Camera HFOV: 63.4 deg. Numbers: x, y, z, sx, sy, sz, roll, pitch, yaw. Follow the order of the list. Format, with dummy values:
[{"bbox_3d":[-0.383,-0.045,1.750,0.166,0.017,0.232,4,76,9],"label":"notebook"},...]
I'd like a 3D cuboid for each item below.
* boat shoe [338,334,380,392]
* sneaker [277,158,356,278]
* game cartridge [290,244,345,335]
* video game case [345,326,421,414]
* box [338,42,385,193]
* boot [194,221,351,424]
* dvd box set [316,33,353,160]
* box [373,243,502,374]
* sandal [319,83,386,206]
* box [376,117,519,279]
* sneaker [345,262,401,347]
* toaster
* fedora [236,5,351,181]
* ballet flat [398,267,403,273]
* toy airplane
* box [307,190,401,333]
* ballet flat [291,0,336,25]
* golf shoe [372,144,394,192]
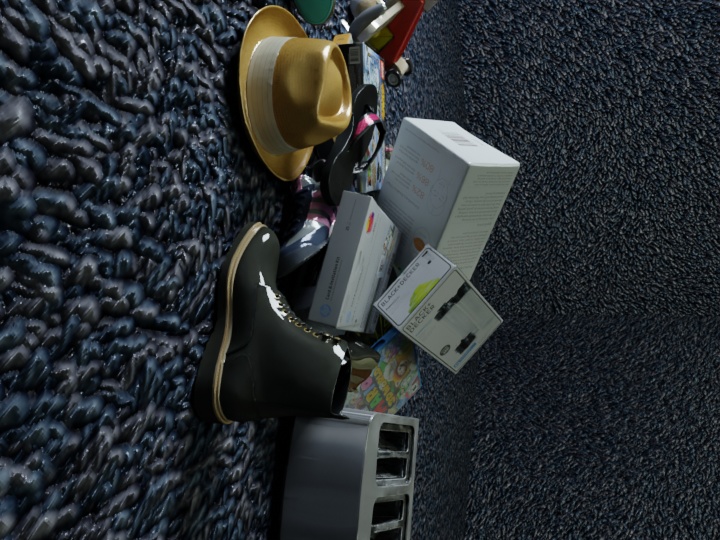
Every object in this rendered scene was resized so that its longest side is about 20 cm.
[{"bbox_3d":[-0.045,0.120,0.707,0.200,0.075,0.074,19,99,-55],"label":"boat shoe"},{"bbox_3d":[-0.068,-0.067,0.709,0.082,0.070,0.200,52,34,-14],"label":"sneaker"},{"bbox_3d":[-0.043,0.018,0.812,0.134,0.040,0.201,77,20,-47],"label":"game cartridge"},{"bbox_3d":[0.015,0.182,0.860,0.200,0.018,0.144,-38,133,-31],"label":"video game case"},{"bbox_3d":[0.005,-0.218,0.861,0.137,0.040,0.202,-32,122,-72],"label":"box"},{"bbox_3d":[-0.064,0.047,0.554,0.078,0.137,0.201,57,35,-61],"label":"boot"},{"bbox_3d":[-0.030,-0.237,0.871,0.147,0.029,0.201,73,22,-45],"label":"dvd box set"},{"bbox_3d":[0.117,0.062,0.837,0.117,0.060,0.200,-47,139,1],"label":"box"},{"bbox_3d":[0.001,-0.157,0.728,0.075,0.045,0.201,68,31,-46],"label":"sandal"},{"bbox_3d":[0.114,-0.100,0.863,0.106,0.152,0.201,-7,129,-36],"label":"box"},{"bbox_3d":[0.014,0.077,0.877,0.084,0.074,0.202,-5,103,-44],"label":"sneaker"},{"bbox_3d":[-0.013,0.256,0.709,0.200,0.118,0.182,31,61,-57],"label":"toaster"},{"bbox_3d":[-0.061,-0.198,0.652,0.200,0.081,0.202,1,90,-69],"label":"fedora"},{"bbox_3d":[0.091,-0.010,0.988,0.067,0.199,0.067,-129,-160,-57],"label":"ballet flat"},{"bbox_3d":[0.049,-0.423,0.958,0.200,0.141,0.200,-58,177,0],"label":"toy airplane"},{"bbox_3d":[0.000,0.000,0.755,0.200,0.041,0.157,29,76,-75],"label":"box"},{"bbox_3d":[-0.071,-0.402,0.692,0.076,0.067,0.201,-96,170,-46],"label":"ballet flat"},{"bbox_3d":[0.055,-0.178,1.102,0.200,0.072,0.093,1,95,-64],"label":"golf shoe"}]
